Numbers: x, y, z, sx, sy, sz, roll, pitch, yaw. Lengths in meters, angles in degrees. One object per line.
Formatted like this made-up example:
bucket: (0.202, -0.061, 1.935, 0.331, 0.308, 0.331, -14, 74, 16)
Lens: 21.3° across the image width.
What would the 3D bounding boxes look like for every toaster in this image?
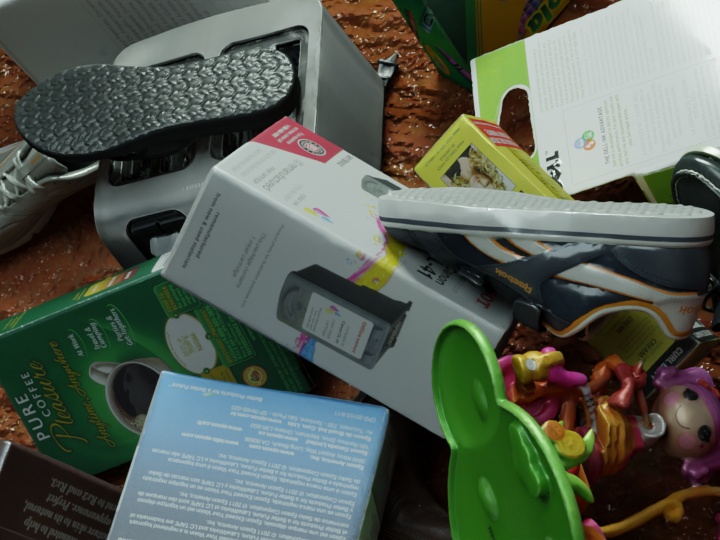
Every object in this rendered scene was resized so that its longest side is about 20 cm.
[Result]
toaster: (-0.078, -0.087, 1.357, 0.181, 0.119, 0.200, -11, 54, 21)

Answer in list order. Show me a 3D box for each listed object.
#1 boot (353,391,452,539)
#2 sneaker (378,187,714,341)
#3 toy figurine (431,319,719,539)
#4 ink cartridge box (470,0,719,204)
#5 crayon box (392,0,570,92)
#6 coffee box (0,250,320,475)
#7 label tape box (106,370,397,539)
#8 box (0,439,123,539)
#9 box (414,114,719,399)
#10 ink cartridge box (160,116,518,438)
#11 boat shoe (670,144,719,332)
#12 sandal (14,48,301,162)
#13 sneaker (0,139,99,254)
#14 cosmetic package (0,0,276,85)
boot: (0.071, 0.150, 1.156, 0.200, 0.064, 0.187, 14, 68, 32)
sneaker: (0.100, -0.003, 1.093, 0.200, 0.078, 0.080, 7, 103, 27)
toy figurine: (0.154, 0.109, 1.067, 0.184, 0.150, 0.200, -8, 66, -23)
ink cartridge box: (0.181, -0.100, 1.252, 0.200, 0.076, 0.148, -18, 53, 20)
crayon box: (0.111, -0.237, 1.353, 0.058, 0.119, 0.200, 33, 79, 40)
coffee box: (-0.143, 0.058, 1.294, 0.200, 0.123, 0.044, -23, 19, 15)
label tape box: (-0.070, 0.168, 1.108, 0.143, 0.066, 0.200, 9, 63, 11)
box: (-0.275, 0.188, 1.235, 0.200, 0.166, 0.165, 10, 74, 33)
box: (0.125, -0.009, 1.163, 0.200, 0.075, 0.050, 45, 105, 16)
ink cartridge box: (0.000, 0.000, 1.177, 0.200, 0.148, 0.086, 28, 111, 6)
boat shoe: (0.230, 0.022, 1.086, 0.066, 0.074, 0.200, -34, 90, -23)
sandal: (-0.137, -0.102, 1.297, 0.200, 0.048, 0.075, -5, 55, 11)
sneaker: (-0.247, -0.075, 1.446, 0.200, 0.092, 0.076, -32, 86, 8)
cosmetic package: (-0.172, -0.240, 1.480, 0.200, 0.165, 0.165, -20, 52, 16)
